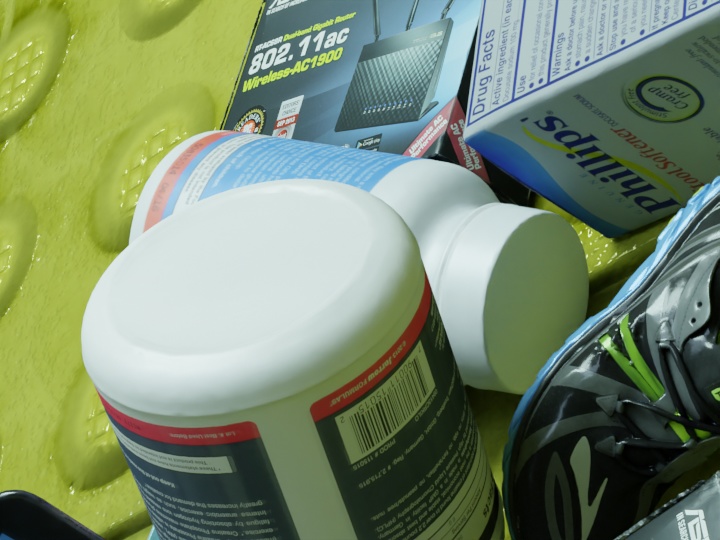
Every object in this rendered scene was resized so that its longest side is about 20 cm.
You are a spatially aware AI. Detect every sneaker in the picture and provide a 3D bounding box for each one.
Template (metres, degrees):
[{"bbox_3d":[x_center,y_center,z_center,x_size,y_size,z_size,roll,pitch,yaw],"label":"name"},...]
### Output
[{"bbox_3d":[0.128,0.047,1.167,0.200,0.071,0.083,-54,30,3],"label":"sneaker"}]

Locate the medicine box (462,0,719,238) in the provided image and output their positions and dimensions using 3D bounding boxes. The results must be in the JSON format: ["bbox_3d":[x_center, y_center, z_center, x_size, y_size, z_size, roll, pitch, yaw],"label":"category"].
[{"bbox_3d":[0.155,-0.140,1.259,0.200,0.103,0.182,-25,45,41],"label":"medicine box"}]

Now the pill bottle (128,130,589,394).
[{"bbox_3d":[0.000,0.000,1.316,0.200,0.112,0.112,9,70,38],"label":"pill bottle"}]

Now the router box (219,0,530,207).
[{"bbox_3d":[0.015,-0.090,1.442,0.200,0.062,0.150,-14,51,48],"label":"router box"}]

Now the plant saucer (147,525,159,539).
[{"bbox_3d":[-0.037,0.137,1.354,0.200,0.027,0.200,-33,41,33],"label":"plant saucer"}]

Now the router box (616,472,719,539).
[{"bbox_3d":[0.112,0.196,1.057,0.150,0.062,0.200,-38,37,26],"label":"router box"}]

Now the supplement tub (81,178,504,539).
[{"bbox_3d":[-0.021,0.077,1.170,0.140,0.200,0.140,-13,34,9],"label":"supplement tub"}]

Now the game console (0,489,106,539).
[{"bbox_3d":[-0.141,0.233,1.291,0.200,0.119,0.172,-55,38,22],"label":"game console"}]
